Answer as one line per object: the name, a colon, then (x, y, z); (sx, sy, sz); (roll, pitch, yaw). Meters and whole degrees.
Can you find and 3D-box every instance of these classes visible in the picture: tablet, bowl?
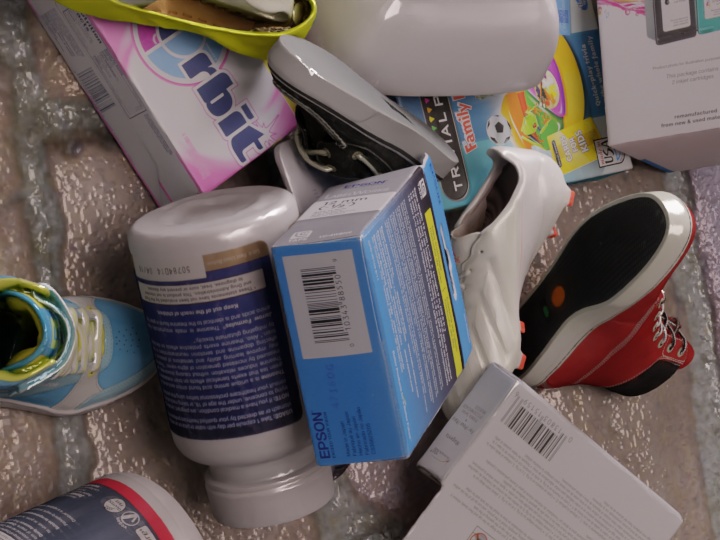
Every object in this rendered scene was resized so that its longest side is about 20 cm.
tablet: (0.000, 0.000, 1.568); (0.201, 0.014, 0.130); (70, 21, -3)
bowl: (0.044, -0.224, 1.601); (0.198, 0.075, 0.201); (-3, 59, -30)

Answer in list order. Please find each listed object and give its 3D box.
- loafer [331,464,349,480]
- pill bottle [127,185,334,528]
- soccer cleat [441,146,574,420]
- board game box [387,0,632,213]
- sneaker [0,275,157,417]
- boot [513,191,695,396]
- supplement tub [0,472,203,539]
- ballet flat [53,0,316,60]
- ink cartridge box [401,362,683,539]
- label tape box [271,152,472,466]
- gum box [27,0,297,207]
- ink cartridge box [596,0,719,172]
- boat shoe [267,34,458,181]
loafer: (-0.045, 0.047, 1.547); (0.063, 0.071, 0.202); (-11, 92, -58)
pill bottle: (-0.075, 0.056, 1.455); (0.110, 0.111, 0.202); (-22, 108, -34)
soccer cleat: (0.086, 0.009, 1.610); (0.077, 0.069, 0.201); (20, 87, -37)
board game box: (0.096, -0.127, 1.674); (0.199, 0.047, 0.152); (-14, 88, -34)
sneaker: (-0.186, 0.046, 1.408); (0.199, 0.130, 0.080); (-4, 82, -35)
boot: (0.207, 0.020, 1.637); (0.143, 0.200, 0.073); (9, 50, -31)
supplement tub: (-0.193, 0.217, 1.364); (0.199, 0.140, 0.141); (-23, 93, -34)
ballet flat: (-0.116, -0.185, 1.454); (0.199, 0.067, 0.067); (15, 75, -27)
ink cartridge box: (0.112, 0.190, 1.610); (0.200, 0.044, 0.174); (40, 87, -32)
label tape box: (0.012, 0.020, 1.455); (0.200, 0.066, 0.144); (-53, 133, -68)
gum box: (-0.132, -0.156, 1.519); (0.113, 0.066, 0.201); (-38, 102, -31)
ink cartridge box: (0.267, -0.190, 1.708); (0.146, 0.145, 0.202); (14, 70, -63)
boat shoe: (-0.007, -0.090, 1.512); (0.064, 0.071, 0.200); (-47, 142, 9)
